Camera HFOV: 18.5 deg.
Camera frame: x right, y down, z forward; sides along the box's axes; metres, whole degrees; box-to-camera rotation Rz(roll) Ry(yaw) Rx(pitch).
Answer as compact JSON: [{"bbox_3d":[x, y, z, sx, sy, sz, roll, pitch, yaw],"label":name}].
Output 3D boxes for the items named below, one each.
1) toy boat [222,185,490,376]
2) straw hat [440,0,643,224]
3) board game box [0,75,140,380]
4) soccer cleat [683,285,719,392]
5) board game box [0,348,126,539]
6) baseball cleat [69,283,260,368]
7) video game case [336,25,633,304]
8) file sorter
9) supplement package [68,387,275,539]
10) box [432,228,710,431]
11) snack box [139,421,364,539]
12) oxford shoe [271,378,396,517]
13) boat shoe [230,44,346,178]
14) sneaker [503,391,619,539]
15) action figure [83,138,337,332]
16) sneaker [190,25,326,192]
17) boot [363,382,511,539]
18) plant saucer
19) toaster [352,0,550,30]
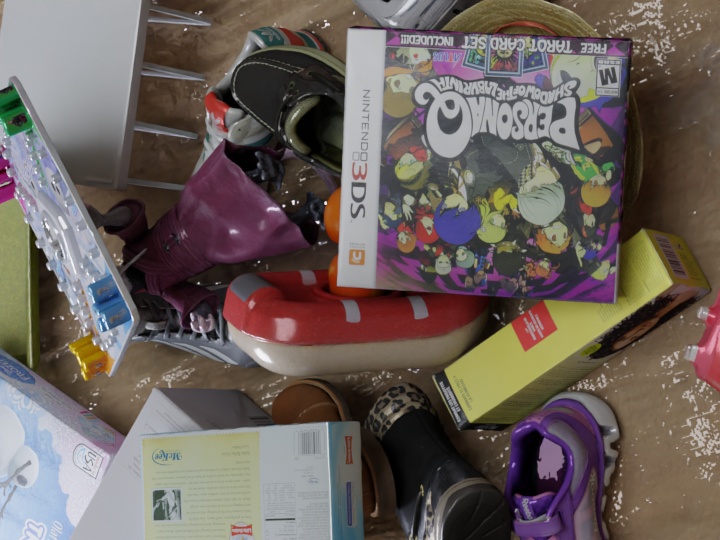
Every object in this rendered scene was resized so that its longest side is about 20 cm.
[{"bbox_3d":[0.000,0.000,1.625,0.130,0.198,0.132,-149,58,-65],"label":"toy boat"},{"bbox_3d":[0.134,-0.110,1.610,0.199,0.085,0.203,10,114,24],"label":"straw hat"},{"bbox_3d":[-0.232,-0.024,1.669,0.026,0.200,0.201,-26,82,-17],"label":"board game box"},{"bbox_3d":[0.289,-0.008,1.532,0.076,0.067,0.202,21,92,0],"label":"soccer cleat"},{"bbox_3d":[-0.300,0.182,1.856,0.198,0.043,0.201,31,113,22],"label":"board game box"},{"bbox_3d":[-0.147,0.044,1.767,0.199,0.106,0.070,7,103,37],"label":"baseball cleat"},{"bbox_3d":[0.085,-0.074,1.528,0.198,0.036,0.183,4,99,8],"label":"video game case"},{"bbox_3d":[-0.205,-0.168,1.810,0.138,0.124,0.202,8,91,31],"label":"file sorter"},{"bbox_3d":[-0.137,0.207,1.739,0.121,0.119,0.201,38,106,27],"label":"supplement package"},{"bbox_3d":[0.151,0.046,1.599,0.199,0.075,0.050,-36,68,26],"label":"box"},{"bbox_3d":[-0.081,0.172,1.595,0.199,0.037,0.117,-7,83,42],"label":"snack box"},{"bbox_3d":[-0.039,0.133,1.663,0.200,0.071,0.072,-141,41,-66],"label":"oxford shoe"},{"bbox_3d":[-0.030,-0.114,1.627,0.200,0.066,0.072,29,118,34],"label":"boat shoe"},{"bbox_3d":[0.139,0.188,1.586,0.080,0.088,0.202,-5,84,30],"label":"sneaker"},{"bbox_3d":[-0.133,-0.033,1.713,0.199,0.149,0.135,-29,102,23],"label":"action figure"},{"bbox_3d":[-0.105,-0.108,1.760,0.070,0.093,0.201,37,105,29],"label":"sneaker"},{"bbox_3d":[0.051,0.196,1.643,0.151,0.073,0.201,-124,26,-47],"label":"boot"},{"bbox_3d":[-0.350,0.005,1.931,0.198,0.048,0.202,-5,83,32],"label":"plant saucer"},{"bbox_3d":[0.043,-0.244,1.658,0.114,0.129,0.201,-46,64,20],"label":"toaster"}]
